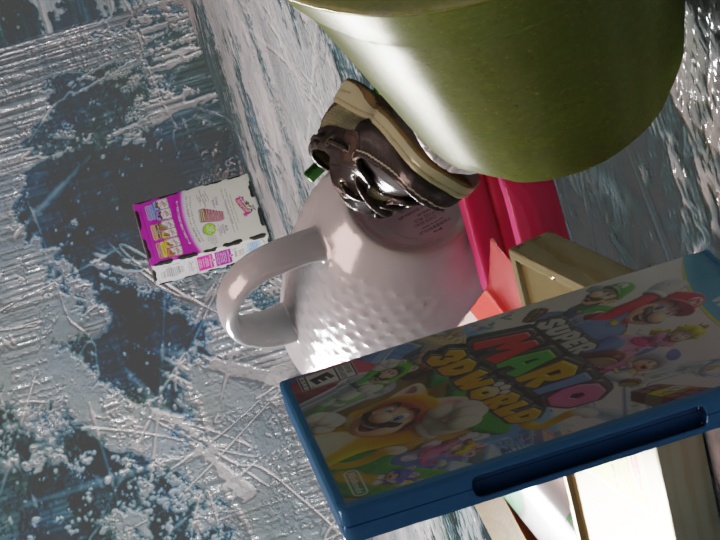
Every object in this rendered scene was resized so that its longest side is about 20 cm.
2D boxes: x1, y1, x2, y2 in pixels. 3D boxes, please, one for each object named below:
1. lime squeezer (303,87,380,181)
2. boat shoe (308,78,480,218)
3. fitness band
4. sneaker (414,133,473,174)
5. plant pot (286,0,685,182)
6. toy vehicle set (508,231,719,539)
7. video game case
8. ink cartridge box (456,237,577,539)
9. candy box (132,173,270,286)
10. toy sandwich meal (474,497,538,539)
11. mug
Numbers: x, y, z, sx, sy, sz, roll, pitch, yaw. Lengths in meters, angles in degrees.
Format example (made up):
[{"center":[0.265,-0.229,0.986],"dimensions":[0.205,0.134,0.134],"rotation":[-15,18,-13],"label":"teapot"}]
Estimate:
[{"center":[0.019,-0.148,1.463],"dimensions":[0.038,0.071,0.200],"rotation":[30,114,39],"label":"lime squeezer"},{"center":[0.016,-0.062,1.372],"dimensions":[0.073,0.065,0.200],"rotation":[34,-175,-17],"label":"boat shoe"},{"center":[0.094,-0.020,1.370],"dimensions":[0.144,0.037,0.200],"rotation":[-129,22,-74],"label":"fitness band"},{"center":[0.053,-0.155,1.260],"dimensions":[0.099,0.078,0.200],"rotation":[-104,8,-71],"label":"sneaker"},{"center":[0.049,-0.130,0.871],"dimensions":[0.190,0.200,0.200],"rotation":[61,-173,-58],"label":"plant pot"},{"center":[0.137,0.087,1.184],"dimensions":[0.124,0.026,0.200],"rotation":[32,141,61],"label":"toy vehicle set"},{"center":[0.074,0.047,0.936],"dimensions":[0.143,0.200,0.018],"rotation":[-123,17,-69],"label":"video game case"},{"center":[0.105,0.091,1.321],"dimensions":[0.161,0.050,0.200],"rotation":[51,168,21],"label":"ink cartridge box"},{"center":[-0.259,-0.067,3.727],"dimensions":[0.061,0.200,0.136],"rotation":[82,170,-55],"label":"candy box"},{"center":[0.121,0.176,1.498],"dimensions":[0.205,0.070,0.205],"rotation":[163,90,-84],"label":"toy sandwich meal"},{"center":[0.000,0.000,1.518],"dimensions":[0.175,0.200,0.148],"rotation":[102,149,-61],"label":"mug"}]
